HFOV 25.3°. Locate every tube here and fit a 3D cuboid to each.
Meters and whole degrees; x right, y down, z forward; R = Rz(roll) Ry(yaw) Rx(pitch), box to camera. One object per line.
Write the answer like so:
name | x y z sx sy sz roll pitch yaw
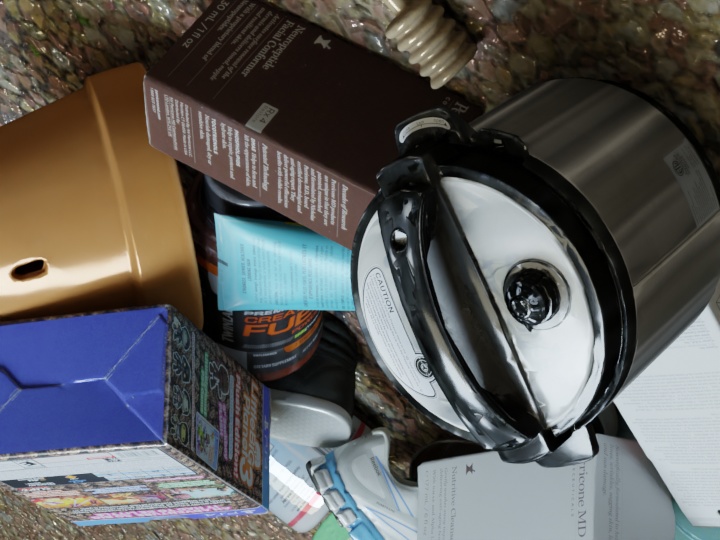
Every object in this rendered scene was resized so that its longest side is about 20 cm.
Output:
tube | 0.000 0.000 1.079 0.197 0.051 0.078 3 118 3

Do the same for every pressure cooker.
pressure cooker | 0.091 -0.004 0.888 0.175 0.200 0.180 32 129 20

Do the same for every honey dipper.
honey dipper | -0.009 -0.193 0.940 0.200 0.038 0.038 48 147 -9

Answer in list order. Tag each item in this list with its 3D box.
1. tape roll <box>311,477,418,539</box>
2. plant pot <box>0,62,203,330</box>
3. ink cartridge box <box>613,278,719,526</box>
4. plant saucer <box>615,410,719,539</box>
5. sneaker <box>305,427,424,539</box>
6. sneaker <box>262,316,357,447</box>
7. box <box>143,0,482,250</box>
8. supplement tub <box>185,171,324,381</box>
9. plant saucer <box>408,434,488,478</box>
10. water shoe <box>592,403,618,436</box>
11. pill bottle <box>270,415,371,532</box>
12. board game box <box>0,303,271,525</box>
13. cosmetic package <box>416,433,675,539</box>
tape roll | 0.045 0.273 1.304 0.198 0.048 0.203 4 98 29
plant pot | -0.203 -0.036 1.142 0.200 0.138 0.203 168 90 -77
ink cartridge box | 0.224 0.081 1.034 0.108 0.051 0.201 -6 127 44
plant saucer | 0.254 0.173 1.153 0.199 0.027 0.201 27 147 19
sneaker | 0.045 0.210 1.232 0.201 0.086 0.075 57 176 -1
sneaker | -0.092 0.071 1.281 0.198 0.100 0.071 15 138 5
box | -0.032 -0.091 1.026 0.198 0.100 0.075 28 147 15
supplement tub | -0.077 -0.013 1.167 0.106 0.107 0.201 27 147 16
plant saucer | 0.131 0.197 1.302 0.199 0.032 0.201 26 147 18
water shoe | 0.090 0.075 1.139 0.199 0.079 0.072 38 149 -1
pill bottle | -0.093 0.121 1.354 0.199 0.109 0.109 39 149 -1
board game box | -0.169 0.109 1.138 0.157 0.098 0.200 -6 158 15
cosmetic package | 0.127 0.185 1.141 0.080 0.114 0.199 14 159 -32
